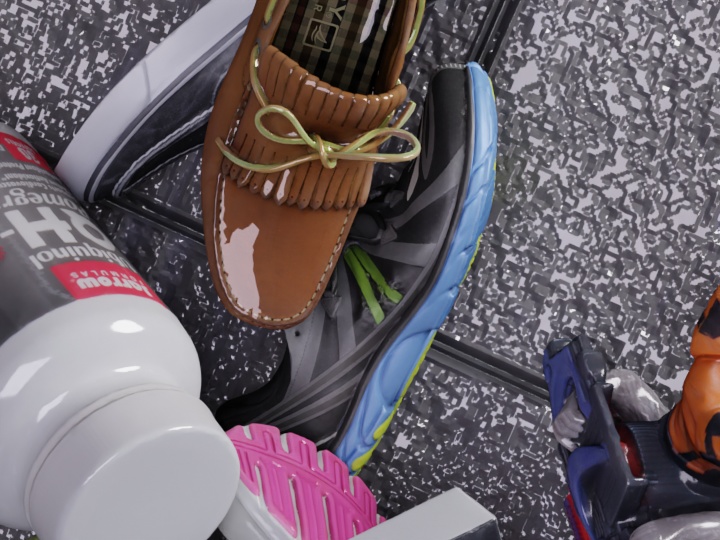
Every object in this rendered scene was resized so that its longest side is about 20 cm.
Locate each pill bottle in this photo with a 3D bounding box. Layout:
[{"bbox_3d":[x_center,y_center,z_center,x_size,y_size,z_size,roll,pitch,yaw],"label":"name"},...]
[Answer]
[{"bbox_3d":[-0.133,0.034,1.156,0.111,0.111,0.200,-49,52,8],"label":"pill bottle"}]

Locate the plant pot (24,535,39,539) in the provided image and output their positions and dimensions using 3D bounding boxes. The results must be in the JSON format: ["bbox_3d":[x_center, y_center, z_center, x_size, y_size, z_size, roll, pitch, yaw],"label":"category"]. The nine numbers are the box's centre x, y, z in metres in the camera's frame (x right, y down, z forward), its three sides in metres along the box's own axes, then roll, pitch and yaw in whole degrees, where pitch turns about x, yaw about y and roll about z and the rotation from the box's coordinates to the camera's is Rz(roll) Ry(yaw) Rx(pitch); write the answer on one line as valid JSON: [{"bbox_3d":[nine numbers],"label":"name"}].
[{"bbox_3d":[-0.120,0.228,1.198,0.200,0.200,0.190,-24,101,9],"label":"plant pot"}]

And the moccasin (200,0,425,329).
[{"bbox_3d":[-0.013,-0.073,1.149,0.074,0.078,0.202,20,96,-15],"label":"moccasin"}]

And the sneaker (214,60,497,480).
[{"bbox_3d":[0.000,0.000,1.212,0.083,0.071,0.200,27,100,0],"label":"sneaker"}]

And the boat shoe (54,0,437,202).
[{"bbox_3d":[-0.039,-0.085,1.219,0.200,0.072,0.068,-39,85,1],"label":"boat shoe"}]

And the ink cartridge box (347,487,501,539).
[{"bbox_3d":[-0.027,0.171,1.114,0.200,0.039,0.100,-25,117,-17],"label":"ink cartridge box"}]

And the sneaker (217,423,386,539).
[{"bbox_3d":[-0.019,0.153,1.195,0.088,0.081,0.200,-27,114,17],"label":"sneaker"}]

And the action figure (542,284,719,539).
[{"bbox_3d":[0.150,0.092,1.153,0.104,0.194,0.200,9,51,-26],"label":"action figure"}]
